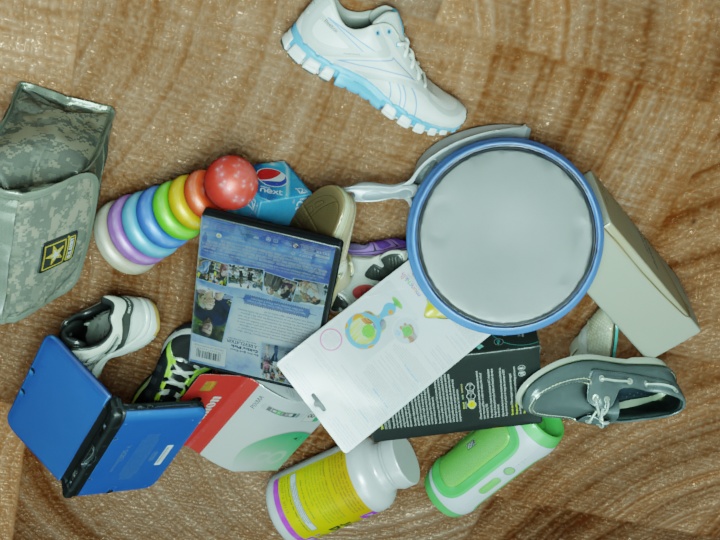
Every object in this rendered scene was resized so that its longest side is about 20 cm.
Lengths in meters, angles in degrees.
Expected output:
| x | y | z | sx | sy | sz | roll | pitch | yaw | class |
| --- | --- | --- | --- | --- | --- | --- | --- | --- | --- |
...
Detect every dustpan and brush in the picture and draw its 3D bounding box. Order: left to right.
| x | y | z | sx | sy | sz | roll | pitch | yaw | class |
| --- | --- | --- | --- | --- | --- | --- | --- | --- | --- |
| 0.076 | -0.090 | 1.020 | 0.199 | 0.057 | 0.140 | 3 | 129 | -4 | dustpan and brush |

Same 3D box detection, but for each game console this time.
| x | y | z | sx | sy | sz | roll | pitch | yaw | class |
| --- | --- | --- | --- | --- | --- | --- | --- | --- | --- |
| -0.306 | 0.173 | 1.143 | 0.170 | 0.119 | 0.200 | 2 | 142 | -36 | game console |

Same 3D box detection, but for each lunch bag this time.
| x | y | z | sx | sy | sz | roll | pitch | yaw | class |
| --- | --- | --- | --- | --- | --- | --- | --- | --- | --- |
| -0.321 | -0.062 | 0.947 | 0.117 | 0.200 | 0.164 | 15 | 127 | -12 | lunch bag |

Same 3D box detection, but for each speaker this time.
| x | y | z | sx | sy | sz | roll | pitch | yaw | class |
| --- | --- | --- | --- | --- | --- | --- | --- | --- | --- |
| 0.176 | 0.247 | 1.279 | 0.088 | 0.089 | 0.200 | 30 | 122 | -23 | speaker |

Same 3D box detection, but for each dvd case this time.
| x | y | z | sx | sy | sz | roll | pitch | yaw | class |
| --- | --- | --- | --- | --- | --- | --- | --- | --- | --- |
| -0.102 | 0.036 | 0.992 | 0.142 | 0.018 | 0.201 | 13 | 126 | 1 | dvd case |

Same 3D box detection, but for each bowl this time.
| x | y | z | sx | sy | sz | roll | pitch | yaw | class |
| --- | --- | --- | --- | --- | --- | --- | --- | --- | --- |
| 0.145 | -0.034 | 0.962 | 0.199 | 0.039 | 0.202 | 0 | 91 | 5 | bowl |

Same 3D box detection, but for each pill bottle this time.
| x | y | z | sx | sy | sz | roll | pitch | yaw | class |
| --- | --- | --- | --- | --- | --- | --- | --- | --- | --- |
| -0.022 | 0.291 | 1.300 | 0.199 | 0.104 | 0.104 | -28 | 125 | 20 | pill bottle |

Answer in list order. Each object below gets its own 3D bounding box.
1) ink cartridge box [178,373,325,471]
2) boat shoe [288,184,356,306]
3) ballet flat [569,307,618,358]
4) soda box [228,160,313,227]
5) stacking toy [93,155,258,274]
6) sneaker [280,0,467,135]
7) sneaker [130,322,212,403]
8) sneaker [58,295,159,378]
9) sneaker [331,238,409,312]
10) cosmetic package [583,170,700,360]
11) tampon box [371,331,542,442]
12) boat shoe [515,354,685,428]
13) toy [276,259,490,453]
| x | y | z | sx | sy | sz | roll | pitch | yaw | class |
| --- | --- | --- | --- | --- | --- | --- | --- | --- | --- |
| -0.148 | 0.194 | 1.207 | 0.199 | 0.050 | 0.161 | 6 | 136 | -43 | ink cartridge box |
| -0.043 | -0.005 | 1.018 | 0.065 | 0.072 | 0.201 | -2 | 130 | -36 | boat shoe |
| 0.287 | 0.119 | 1.193 | 0.062 | 0.068 | 0.201 | 0 | 129 | 11 | ballet flat |
| -0.117 | -0.020 | 1.057 | 0.068 | 0.064 | 0.201 | -13 | 137 | -35 | soda box |
| -0.186 | -0.066 | 0.992 | 0.199 | 0.086 | 0.085 | -24 | 127 | 35 | stacking toy |
| 0.028 | -0.203 | 0.924 | 0.199 | 0.075 | 0.087 | 25 | 119 | -20 | sneaker |
| -0.233 | 0.152 | 1.197 | 0.071 | 0.083 | 0.200 | 23 | 125 | -19 | sneaker |
| -0.335 | 0.087 | 1.133 | 0.200 | 0.076 | 0.088 | -38 | 154 | 16 | sneaker |
| 0.000 | 0.000 | 1.088 | 0.199 | 0.083 | 0.081 | 2 | 111 | 16 | sneaker |
| 0.289 | -0.004 | 1.068 | 0.073 | 0.104 | 0.200 | -34 | 123 | 23 | cosmetic package |
| 0.100 | 0.095 | 1.113 | 0.199 | 0.150 | 0.127 | -6 | 128 | 5 | tampon box |
| 0.267 | 0.137 | 1.048 | 0.199 | 0.062 | 0.073 | -2 | 127 | -22 | boat shoe |
| 0.025 | 0.083 | 1.000 | 0.200 | 0.047 | 0.115 | -38 | 85 | -10 | toy |
